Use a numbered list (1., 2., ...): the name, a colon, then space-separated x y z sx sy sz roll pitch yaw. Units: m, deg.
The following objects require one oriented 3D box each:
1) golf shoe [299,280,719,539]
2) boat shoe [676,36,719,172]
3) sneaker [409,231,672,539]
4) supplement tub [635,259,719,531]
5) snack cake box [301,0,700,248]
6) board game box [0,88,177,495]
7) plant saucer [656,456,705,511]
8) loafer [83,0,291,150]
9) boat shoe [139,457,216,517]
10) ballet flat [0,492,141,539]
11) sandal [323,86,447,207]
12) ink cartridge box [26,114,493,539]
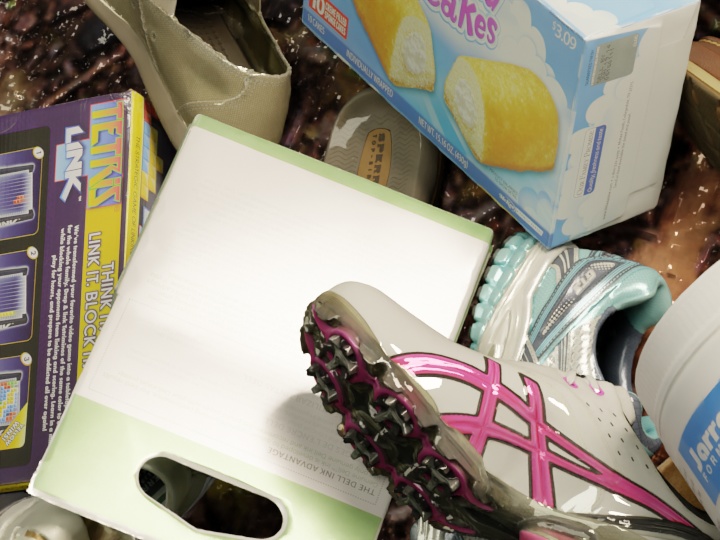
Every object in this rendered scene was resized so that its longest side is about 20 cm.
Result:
1. golf shoe: 0.063 0.071 1.009 0.200 0.073 0.092 43 63 2
2. boat shoe: 0.214 -0.048 1.057 0.068 0.072 0.200 -44 53 -14
3. sneaker: 0.081 0.079 1.066 0.086 0.078 0.200 7 73 26
4. supplement tub: 0.205 0.087 0.923 0.132 0.132 0.200 -38 58 9
5. snack cake box: 0.058 -0.117 1.120 0.067 0.115 0.200 -21 46 -28
6. board game box: -0.175 0.022 1.233 0.165 0.057 0.200 -8 67 22
7. plant saucer: 0.185 0.153 1.005 0.200 0.035 0.200 -10 66 24
8. loafer: -0.086 -0.137 1.233 0.068 0.076 0.200 -50 62 35
9. boat shoe: -0.139 0.132 1.130 0.072 0.062 0.200 42 117 2
10. ballet flat: -0.102 0.131 1.022 0.200 0.073 0.073 30 85 31
11. sandal: 0.000 0.000 1.151 0.082 0.055 0.200 -2 69 27
12. ink cartridge box: -0.041 0.044 1.064 0.145 0.048 0.200 22 62 0
